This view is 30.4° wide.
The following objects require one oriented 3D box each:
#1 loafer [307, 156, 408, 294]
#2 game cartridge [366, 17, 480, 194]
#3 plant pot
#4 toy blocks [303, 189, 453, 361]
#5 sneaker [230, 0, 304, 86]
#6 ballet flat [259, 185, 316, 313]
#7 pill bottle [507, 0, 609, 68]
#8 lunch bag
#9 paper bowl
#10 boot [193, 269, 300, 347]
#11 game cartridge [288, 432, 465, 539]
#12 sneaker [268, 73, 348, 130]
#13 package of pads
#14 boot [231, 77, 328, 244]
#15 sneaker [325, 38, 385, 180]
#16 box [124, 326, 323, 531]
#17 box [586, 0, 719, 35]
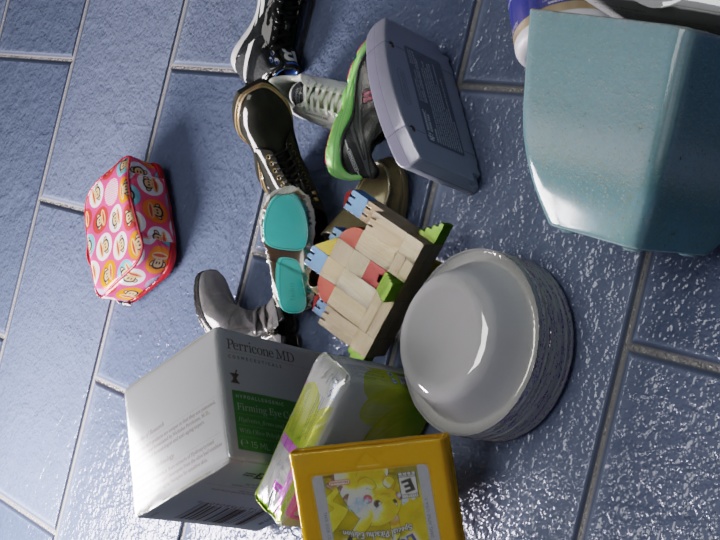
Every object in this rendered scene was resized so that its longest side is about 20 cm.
[{"bbox_3d":[-0.004,-0.045,1.616,0.076,0.067,0.201,30,102,49],"label":"loafer"},{"bbox_3d":[0.068,-0.190,1.526,0.040,0.133,0.201,-30,57,31],"label":"game cartridge"},{"bbox_3d":[0.268,-0.123,1.241,0.195,0.195,0.202,21,104,49],"label":"plant pot"},{"bbox_3d":[0.000,0.000,1.540,0.136,0.100,0.201,34,107,25],"label":"toy blocks"},{"bbox_3d":[-0.101,-0.328,1.815,0.112,0.073,0.201,54,127,39],"label":"sneaker"},{"bbox_3d":[-0.087,-0.036,1.655,0.072,0.071,0.201,54,152,42],"label":"ballet flat"},{"bbox_3d":[0.209,-0.320,1.415,0.115,0.115,0.202,-26,59,42],"label":"pill bottle"},{"bbox_3d":[-0.361,-0.055,2.020,0.176,0.082,0.201,-37,54,38],"label":"lunch bag"},{"bbox_3d":[0.121,0.077,1.412,0.200,0.104,0.203,-16,67,44],"label":"paper bowl"},{"bbox_3d":[-0.144,0.062,1.761,0.131,0.070,0.201,-37,62,30],"label":"boot"},{"bbox_3d":[0.023,0.280,1.407,0.175,0.032,0.202,-8,94,14],"label":"game cartridge"},{"bbox_3d":[-0.036,-0.210,1.692,0.199,0.080,0.077,17,89,46],"label":"sneaker"},{"bbox_3d":[-0.018,0.196,1.496,0.068,0.154,0.201,39,108,47],"label":"package of pads"},{"bbox_3d":[-0.091,-0.135,1.679,0.077,0.201,0.139,-30,53,-6],"label":"boot"},{"bbox_3d":[0.019,-0.200,1.600,0.077,0.083,0.202,80,-153,-82],"label":"sneaker"},{"bbox_3d":[-0.149,0.199,1.613,0.200,0.198,0.173,-34,54,36],"label":"box"},{"bbox_3d":[0.330,-0.325,1.242,0.198,0.130,0.202,20,95,39],"label":"box"}]
